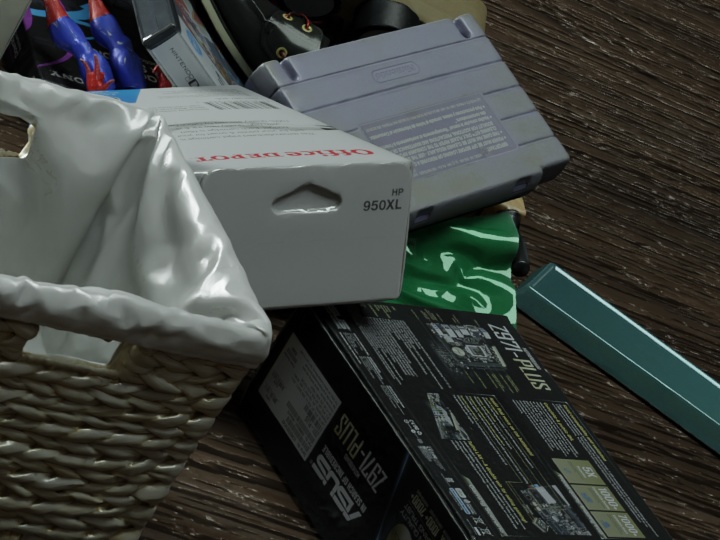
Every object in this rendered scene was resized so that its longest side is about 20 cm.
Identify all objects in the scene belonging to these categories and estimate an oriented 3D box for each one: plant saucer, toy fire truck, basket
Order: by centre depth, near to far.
[{"bbox_3d":[-0.184,0.013,1.294,0.197,0.161,0.200,13,33,-34],"label":"basket"},{"bbox_3d":[0.194,0.062,1.786,0.200,0.019,0.070,36,26,9],"label":"plant saucer"},{"bbox_3d":[-0.030,-0.183,1.837,0.176,0.200,0.129,27,55,-30],"label":"toy fire truck"}]

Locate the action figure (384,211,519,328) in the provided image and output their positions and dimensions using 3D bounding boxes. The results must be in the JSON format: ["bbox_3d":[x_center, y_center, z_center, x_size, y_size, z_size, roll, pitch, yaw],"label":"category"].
[{"bbox_3d":[0.000,0.000,1.621,0.199,0.055,0.119,12,55,-20],"label":"action figure"}]

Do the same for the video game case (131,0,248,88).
[{"bbox_3d":[-0.094,-0.130,1.683,0.181,0.025,0.200,55,9,-32],"label":"video game case"}]

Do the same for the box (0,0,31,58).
[{"bbox_3d":[-0.291,-0.216,1.677,0.082,0.069,0.200,8,35,-41],"label":"box"}]

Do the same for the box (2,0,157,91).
[{"bbox_3d":[-0.172,-0.151,1.731,0.142,0.036,0.200,16,33,-30],"label":"box"}]

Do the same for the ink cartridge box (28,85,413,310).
[{"bbox_3d":[-0.083,-0.043,1.478,0.144,0.085,0.200,-5,18,-32],"label":"ink cartridge box"}]

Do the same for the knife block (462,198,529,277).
[{"bbox_3d":[0.076,-0.038,1.777,0.176,0.064,0.200,44,28,21],"label":"knife block"}]

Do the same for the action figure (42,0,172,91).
[{"bbox_3d":[-0.149,-0.109,1.619,0.065,0.052,0.201,-7,71,-45],"label":"action figure"}]

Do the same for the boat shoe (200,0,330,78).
[{"bbox_3d":[-0.049,-0.138,1.693,0.202,0.063,0.074,57,8,-8],"label":"boat shoe"}]

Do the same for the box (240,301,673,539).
[{"bbox_3d":[0.053,0.114,1.461,0.163,0.086,0.200,6,36,-41],"label":"box"}]

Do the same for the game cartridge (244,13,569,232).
[{"bbox_3d":[0.033,-0.090,1.648,0.200,0.038,0.130,-18,72,-44],"label":"game cartridge"}]
